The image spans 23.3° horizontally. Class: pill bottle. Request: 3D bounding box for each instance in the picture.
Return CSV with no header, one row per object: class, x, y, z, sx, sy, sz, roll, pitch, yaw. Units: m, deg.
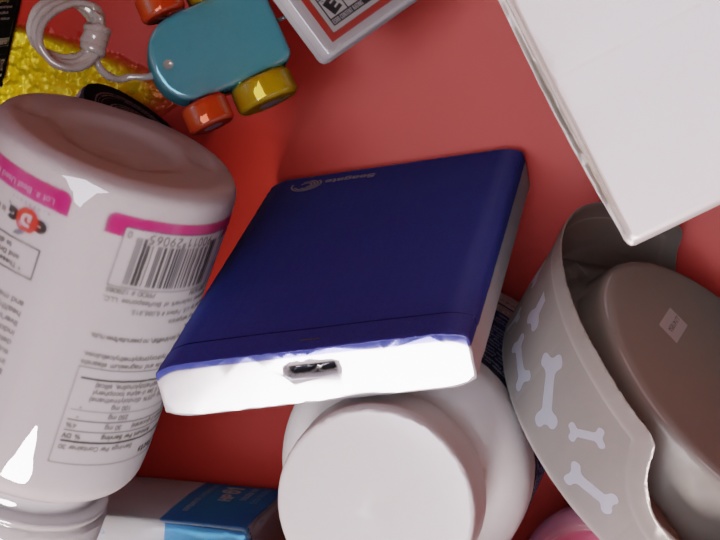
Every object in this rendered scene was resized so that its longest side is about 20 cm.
pill bottle,-0.138,0.032,0.788,0.113,0.113,0.201,24,108,9
pill bottle,0.028,0.076,0.784,0.110,0.200,0.112,2,101,13

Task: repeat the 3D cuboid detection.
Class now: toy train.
toy train,-0.068,-0.163,0.828,0.149,0.056,0.201,27,81,-4

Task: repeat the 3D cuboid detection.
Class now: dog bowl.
dog bowl,0.145,0.064,0.760,0.200,0.200,0.059,45,119,3

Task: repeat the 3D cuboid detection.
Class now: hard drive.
hard drive,0.000,0.000,0.777,0.131,0.200,0.026,-7,113,15

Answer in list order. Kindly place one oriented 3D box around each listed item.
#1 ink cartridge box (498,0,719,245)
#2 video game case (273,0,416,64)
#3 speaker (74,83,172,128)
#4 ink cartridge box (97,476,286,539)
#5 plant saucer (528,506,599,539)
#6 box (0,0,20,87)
ink cartridge box,0.150,-0.117,0.719,0.147,0.200,0.145,-28,92,17
video game case,-0.022,-0.213,0.801,0.143,0.017,0.200,-37,90,-18
speaker,-0.168,0.005,0.884,0.081,0.081,0.200,42,106,4
ink cartridge box,-0.142,0.183,0.906,0.198,0.085,0.146,4,100,12
plant saucer,0.137,0.205,0.807,0.050,0.200,0.202,-7,100,-25
box,-0.228,-0.166,0.805,0.086,0.200,0.165,18,104,10
